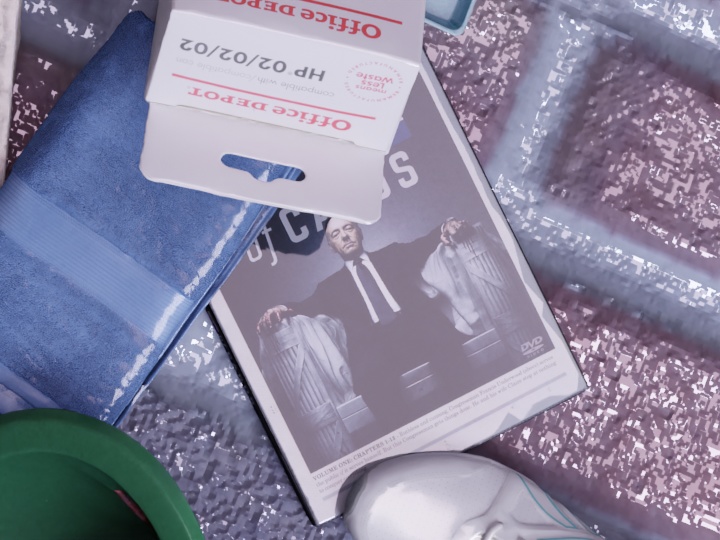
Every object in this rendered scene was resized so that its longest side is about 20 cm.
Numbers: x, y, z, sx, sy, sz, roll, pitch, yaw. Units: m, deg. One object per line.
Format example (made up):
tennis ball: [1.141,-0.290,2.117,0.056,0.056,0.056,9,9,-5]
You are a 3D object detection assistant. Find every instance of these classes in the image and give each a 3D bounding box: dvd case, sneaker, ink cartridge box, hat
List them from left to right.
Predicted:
hat: [-0.095,0.157,1.366,0.166,0.176,0.200,-37,75,22]
ink cartridge box: [-0.030,-0.126,1.305,0.115,0.068,0.200,11,52,-9]
dvd case: [0.000,0.000,1.389,0.150,0.025,0.200,-26,91,-9]
sneaker: [0.088,0.143,1.357,0.200,0.080,0.071,24,97,-8]

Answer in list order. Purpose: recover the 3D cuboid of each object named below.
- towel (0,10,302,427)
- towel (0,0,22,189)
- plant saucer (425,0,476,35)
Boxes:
towel: [-0.118,-0.014,1.344,0.112,0.049,0.200,36,95,3]
towel: [-0.224,-0.140,1.361,0.132,0.034,0.201,5,87,-7]
plant saucer: [-0.030,-0.183,1.400,0.200,0.019,0.070,23,83,-6]
